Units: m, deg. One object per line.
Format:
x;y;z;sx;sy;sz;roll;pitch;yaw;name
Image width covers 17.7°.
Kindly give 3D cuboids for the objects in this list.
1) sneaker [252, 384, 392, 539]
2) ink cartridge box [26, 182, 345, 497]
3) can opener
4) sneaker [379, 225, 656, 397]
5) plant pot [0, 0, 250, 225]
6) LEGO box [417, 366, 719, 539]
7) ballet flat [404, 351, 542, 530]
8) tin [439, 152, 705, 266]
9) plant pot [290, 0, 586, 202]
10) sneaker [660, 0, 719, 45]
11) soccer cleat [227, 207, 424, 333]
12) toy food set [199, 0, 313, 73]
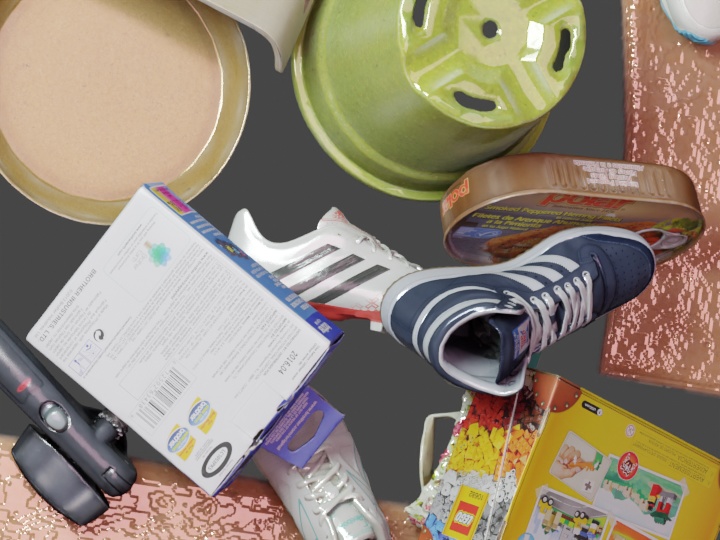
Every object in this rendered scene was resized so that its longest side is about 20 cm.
-0.017;0.159;1.608;0.070;0.080;0.201;-29;93;-10;sneaker
-0.105;0.055;1.559;0.200;0.076;0.137;40;99;4;ink cartridge box
-0.226;0.081;1.571;0.078;0.063;0.200;-40;97;-11;can opener
0.122;0.028;1.556;0.198;0.109;0.071;-13;111;-14;sneaker
-0.176;-0.132;1.610;0.198;0.027;0.202;0;88;-13;plant pot
0.154;0.169;1.609;0.199;0.077;0.150;28;81;-35;LEGO box
0.080;0.099;1.641;0.063;0.076;0.202;14;78;22;ballet flat
0.149;-0.039;1.625;0.198;0.112;0.042;5;65;-27;tin
0.066;-0.153;1.585;0.198;0.184;0.202;0;88;-13;plant pot
0.275;-0.264;1.689;0.076;0.081;0.202;19;85;-13;sneaker
0.000;0.000;1.622;0.198;0.069;0.086;4;89;-5;soccer cleat
-0.117;-0.239;1.600;0.199;0.060;0.144;26;59;-7;toy food set
